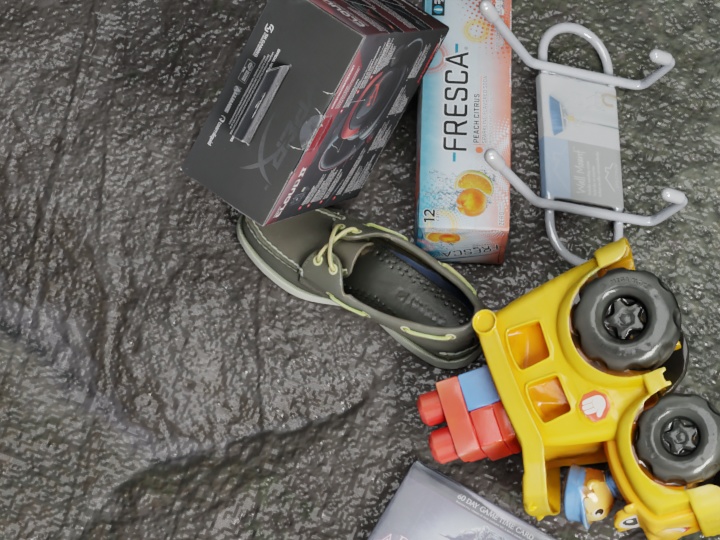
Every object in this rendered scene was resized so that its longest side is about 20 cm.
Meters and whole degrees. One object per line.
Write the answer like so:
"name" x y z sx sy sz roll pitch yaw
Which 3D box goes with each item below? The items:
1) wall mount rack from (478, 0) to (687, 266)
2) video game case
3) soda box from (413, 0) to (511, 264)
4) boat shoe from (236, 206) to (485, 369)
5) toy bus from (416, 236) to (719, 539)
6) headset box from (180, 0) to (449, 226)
"wall mount rack" 0.149 -0.108 1.431 0.173 0.075 0.201 9 65 -24
"video game case" 0.049 0.245 1.334 0.142 0.019 0.200 29 71 10
"soda box" 0.075 -0.107 1.455 0.068 0.064 0.201 3 67 0
"boat shoe" 0.002 -0.002 1.412 0.201 0.060 0.072 30 70 11
"toy bus" 0.144 0.105 1.342 0.191 0.136 0.201 -22 72 4
"headset box" -0.032 -0.119 1.360 0.075 0.200 0.149 33 109 13
